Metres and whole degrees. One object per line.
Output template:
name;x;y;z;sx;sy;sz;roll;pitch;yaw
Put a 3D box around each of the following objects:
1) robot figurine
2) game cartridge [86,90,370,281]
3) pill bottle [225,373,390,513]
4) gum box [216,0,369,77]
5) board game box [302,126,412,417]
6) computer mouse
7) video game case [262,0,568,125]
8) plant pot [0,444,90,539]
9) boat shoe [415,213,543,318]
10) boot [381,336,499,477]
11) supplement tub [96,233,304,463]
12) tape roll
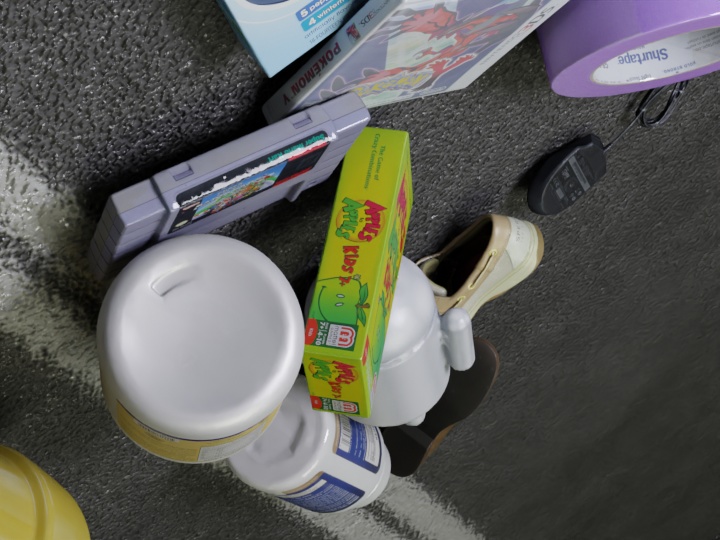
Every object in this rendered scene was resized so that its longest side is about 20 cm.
robot figurine;0.015;0.059;1.444;0.169;0.113;0.200;-2;143;10
game cartridge;-0.095;-0.059;1.186;0.200;0.038;0.130;-26;175;-23
pill bottle;-0.043;0.169;1.564;0.111;0.111;0.200;-41;153;5
gum box;-0.027;-0.229;1.029;0.170;0.045;0.200;-36;153;-3
board game box;0.000;0.000;1.279;0.048;0.200;0.102;7;151;9
computer mouse;0.227;-0.126;1.533;0.200;0.034;0.059;-41;137;-7
video game case;0.052;-0.165;1.183;0.200;0.023;0.182;-16;166;-38
plant pot;-0.324;0.194;1.184;0.201;0.201;0.189;-37;139;-2
boat shoe;0.077;0.013;1.525;0.066;0.074;0.200;26;123;-36
boot;0.088;0.130;1.735;0.075;0.074;0.200;-35;165;-52
supplement tub;-0.121;0.064;1.223;0.145;0.146;0.200;-31;173;-13
tape roll;0.238;-0.196;1.287;0.200;0.066;0.200;-12;173;-2
